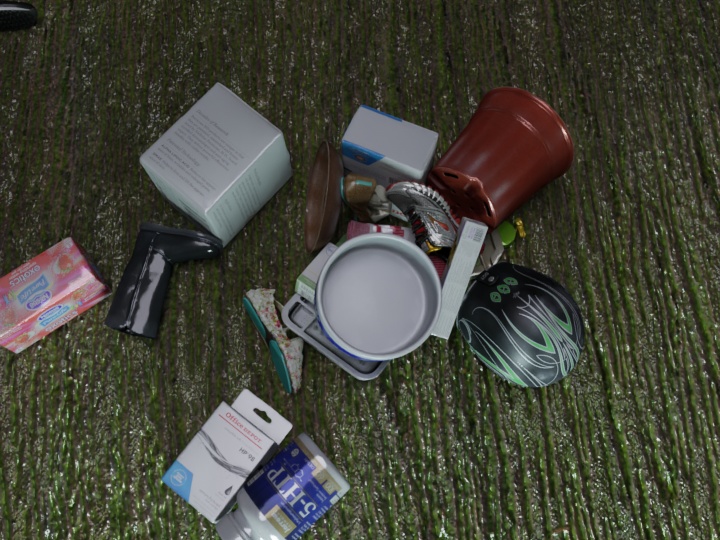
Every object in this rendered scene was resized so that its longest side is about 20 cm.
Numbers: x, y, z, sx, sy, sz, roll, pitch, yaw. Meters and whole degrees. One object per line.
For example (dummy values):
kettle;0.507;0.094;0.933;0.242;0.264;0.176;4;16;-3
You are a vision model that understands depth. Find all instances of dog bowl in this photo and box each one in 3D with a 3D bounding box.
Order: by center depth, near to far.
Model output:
dog bowl;0.026;0.045;1.267;0.199;0.079;0.201;1;79;-8

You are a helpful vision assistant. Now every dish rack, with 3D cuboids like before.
dish rack;-0.020;0.090;1.368;0.200;0.044;0.172;34;56;12

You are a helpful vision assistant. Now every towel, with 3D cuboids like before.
towel;0.074;-0.012;1.356;0.199;0.023;0.145;5;63;-10

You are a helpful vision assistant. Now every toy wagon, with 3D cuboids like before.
toy wagon;0.199;-0.047;1.429;0.199;0.040;0.156;-14;72;-4

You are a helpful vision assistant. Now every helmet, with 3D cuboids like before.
helmet;0.274;0.096;1.311;0.200;0.200;0.191;-43;59;-12

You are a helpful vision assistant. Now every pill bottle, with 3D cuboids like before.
pill bottle;-0.126;0.368;1.258;0.200;0.120;0.120;-42;76;-11

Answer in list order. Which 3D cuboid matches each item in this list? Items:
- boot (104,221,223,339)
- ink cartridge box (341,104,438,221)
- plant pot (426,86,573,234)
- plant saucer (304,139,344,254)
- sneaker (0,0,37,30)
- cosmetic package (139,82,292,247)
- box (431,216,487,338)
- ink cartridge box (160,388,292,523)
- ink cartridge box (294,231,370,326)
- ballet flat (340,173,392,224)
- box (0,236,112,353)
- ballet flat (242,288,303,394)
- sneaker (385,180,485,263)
boot;-0.347;0.025;1.403;0.164;0.066;0.201;10;69;14
ink cartridge box;0.049;-0.183;1.392;0.146;0.200;0.086;23;72;8
plant pot;0.230;-0.177;1.370;0.201;0.201;0.195;39;67;13
plant saucer;-0.062;-0.126;1.385;0.037;0.200;0.201;8;71;-14
sneaker;-0.754;-0.538;1.596;0.199;0.070;0.090;-5;75;2
cosmetic package;-0.251;-0.186;1.419;0.165;0.165;0.200;38;76;13
box;0.156;0.012;1.301;0.041;0.039;0.201;16;103;-6
ink cartridge box;-0.217;0.300;1.309;0.116;0.067;0.200;35;76;12
ink cartridge box;0.000;0.000;1.380;0.145;0.048;0.200;33;58;10
ballet flat;0.016;-0.120;1.370;0.072;0.200;0.068;-1;75;8
box;-0.555;0.043;1.384;0.200;0.103;0.095;-33;74;-10
ballet flat;-0.137;0.114;1.369;0.064;0.076;0.200;-22;75;-22
sneaker;0.119;-0.073;1.328;0.200;0.078;0.082;41;66;-8
